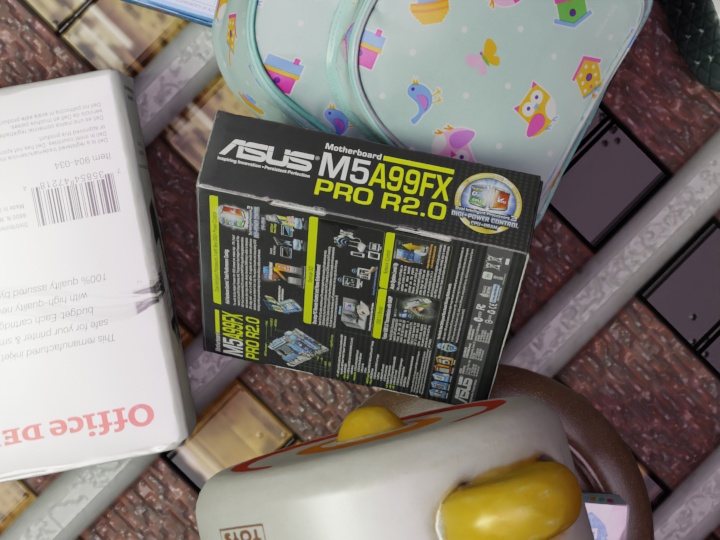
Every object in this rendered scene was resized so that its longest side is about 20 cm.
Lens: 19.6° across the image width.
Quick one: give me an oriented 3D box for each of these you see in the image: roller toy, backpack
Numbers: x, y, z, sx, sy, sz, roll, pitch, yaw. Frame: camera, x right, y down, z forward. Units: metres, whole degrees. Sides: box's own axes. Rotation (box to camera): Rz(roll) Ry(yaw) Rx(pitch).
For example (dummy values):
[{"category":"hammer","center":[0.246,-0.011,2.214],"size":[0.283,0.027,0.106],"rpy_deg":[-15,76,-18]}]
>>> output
[{"category":"roller toy","center":[0.019,0.133,0.992],"size":[0.182,0.200,0.140],"rpy_deg":[-14,90,4]},{"category":"backpack","center":[0.032,-0.124,1.059],"size":[0.200,0.153,0.176],"rpy_deg":[30,90,-11]}]

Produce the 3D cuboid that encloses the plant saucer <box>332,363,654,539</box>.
[{"category":"plant saucer","center":[0.065,0.151,1.146],"size":[0.200,0.032,0.200],"rpy_deg":[0,91,-2]}]

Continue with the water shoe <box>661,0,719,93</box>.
[{"category":"water shoe","center":[0.194,-0.196,1.126],"size":[0.079,0.071,0.200],"rpy_deg":[-18,97,-22]}]

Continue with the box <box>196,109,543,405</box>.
[{"category":"box","center":[0.000,0.000,1.050],"size":[0.160,0.200,0.044],"rpy_deg":[12,65,3]}]

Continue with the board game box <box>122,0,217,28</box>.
[{"category":"board game box","center":[-0.077,-0.235,1.124],"size":[0.151,0.037,0.200],"rpy_deg":[17,93,-2]}]

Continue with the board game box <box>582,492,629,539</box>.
[{"category":"board game box","center":[0.035,0.213,1.110],"size":[0.199,0.043,0.200],"rpy_deg":[5,91,-1]}]

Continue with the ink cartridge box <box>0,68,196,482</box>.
[{"category":"ink cartridge box","center":[-0.177,0.005,1.107],"size":[0.145,0.084,0.200],"rpy_deg":[-10,92,0]}]
